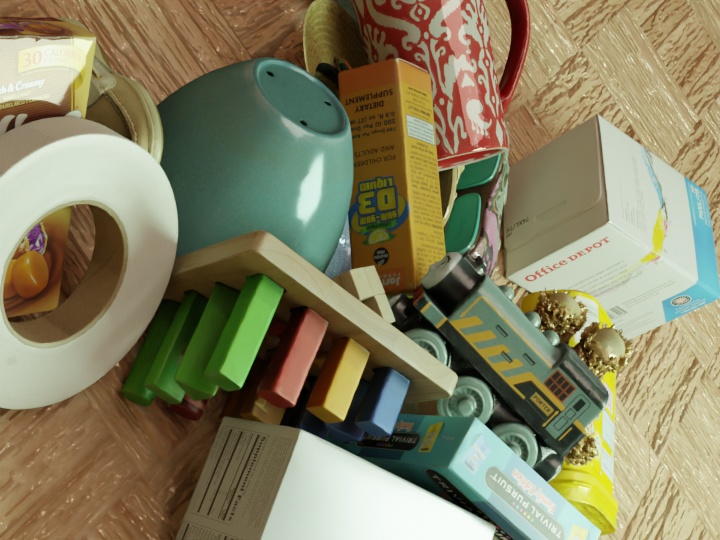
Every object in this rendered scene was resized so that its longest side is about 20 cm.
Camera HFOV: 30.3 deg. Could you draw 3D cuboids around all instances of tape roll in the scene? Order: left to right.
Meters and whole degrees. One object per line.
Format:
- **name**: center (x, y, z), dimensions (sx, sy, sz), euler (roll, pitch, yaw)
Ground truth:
- **tape roll**: center (-0.210, -0.003, 0.903), dimensions (0.037, 0.206, 0.201), euler (28, 24, 33)

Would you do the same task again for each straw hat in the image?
- **straw hat**: center (-0.035, -0.146, 1.245), dimensions (0.201, 0.084, 0.204), euler (43, 38, -47)

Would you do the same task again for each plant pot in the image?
- **plant pot**: center (-0.081, -0.090, 1.075), dimensions (0.198, 0.135, 0.201), euler (28, 32, -20)

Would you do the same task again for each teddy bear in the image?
- **teddy bear**: center (0.153, 0.108, 1.177), dimensions (0.143, 0.067, 0.202), euler (24, 72, 5)

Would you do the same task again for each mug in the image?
- **mug**: center (0.086, -0.204, 1.243), dimensions (0.133, 0.175, 0.203), euler (104, -26, -87)

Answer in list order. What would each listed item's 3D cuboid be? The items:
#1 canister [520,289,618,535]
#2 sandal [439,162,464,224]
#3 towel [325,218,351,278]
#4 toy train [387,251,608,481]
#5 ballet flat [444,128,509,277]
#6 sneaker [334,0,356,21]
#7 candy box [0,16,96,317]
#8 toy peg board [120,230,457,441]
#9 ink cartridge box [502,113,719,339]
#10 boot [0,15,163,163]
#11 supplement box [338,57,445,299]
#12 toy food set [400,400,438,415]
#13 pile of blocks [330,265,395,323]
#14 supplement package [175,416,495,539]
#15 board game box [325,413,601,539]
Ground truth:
- **canister**: center (0.196, 0.136, 1.268), dimensions (0.149, 0.085, 0.203), euler (46, 45, -57)
- **sandal**: center (0.079, -0.122, 1.364), dimensions (0.069, 0.077, 0.214), euler (19, 48, -42)
- **towel**: center (0.000, 0.000, 1.242), dimensions (0.199, 0.024, 0.149), euler (34, 46, -29)
- **toy train**: center (0.108, 0.079, 1.082), dimensions (0.200, 0.114, 0.085), euler (46, 7, -3)
- **ballet flat**: center (0.126, -0.070, 1.398), dimensions (0.071, 0.068, 0.202), euler (49, 41, -41)
- **sneaker**: center (-0.011, -0.275, 1.373), dimensions (0.073, 0.082, 0.200), euler (-22, 61, -41)
- **candy box**: center (-0.250, -0.066, 0.889), dimensions (0.116, 0.056, 0.203), euler (-11, 118, -49)
- **toy peg board**: center (-0.070, 0.081, 0.997), dimensions (0.198, 0.199, 0.099), euler (37, 62, -26)
- **ink cartridge box**: center (0.273, -0.041, 1.466), dimensions (0.199, 0.146, 0.148), euler (28, 49, -34)
- **boot**: center (-0.245, -0.131, 0.980), dimensions (0.153, 0.073, 0.200), euler (3, 36, -44)
- **supplement box**: center (0.028, -0.075, 1.155), dimensions (0.069, 0.066, 0.204), euler (7, 76, -61)
- **toy food set**: center (0.082, 0.095, 1.233), dimensions (0.197, 0.048, 0.203), euler (35, 58, -38)
- **pile of blocks**: center (-0.025, 0.049, 1.066), dimensions (0.081, 0.200, 0.063), euler (-21, 84, -13)
- **supplement package**: center (-0.025, 0.218, 0.969), dimensions (0.199, 0.110, 0.158), euler (31, 73, -32)
- **board game box**: center (0.074, 0.178, 1.073), dimensions (0.151, 0.199, 0.047), euler (42, 67, -21)
